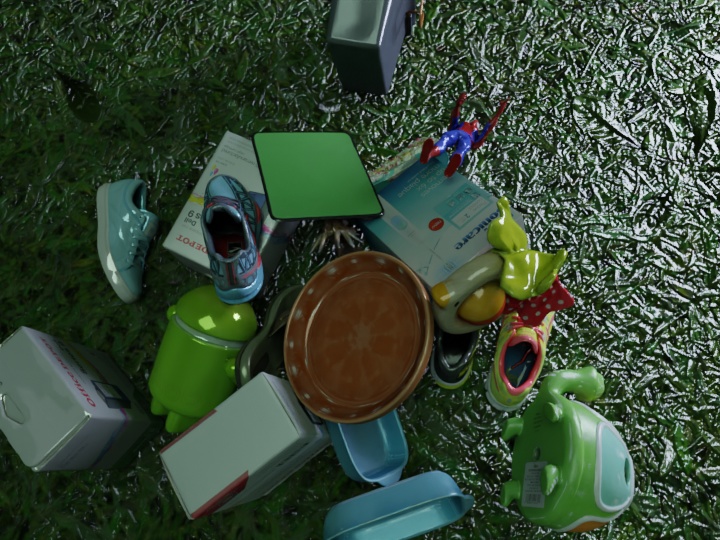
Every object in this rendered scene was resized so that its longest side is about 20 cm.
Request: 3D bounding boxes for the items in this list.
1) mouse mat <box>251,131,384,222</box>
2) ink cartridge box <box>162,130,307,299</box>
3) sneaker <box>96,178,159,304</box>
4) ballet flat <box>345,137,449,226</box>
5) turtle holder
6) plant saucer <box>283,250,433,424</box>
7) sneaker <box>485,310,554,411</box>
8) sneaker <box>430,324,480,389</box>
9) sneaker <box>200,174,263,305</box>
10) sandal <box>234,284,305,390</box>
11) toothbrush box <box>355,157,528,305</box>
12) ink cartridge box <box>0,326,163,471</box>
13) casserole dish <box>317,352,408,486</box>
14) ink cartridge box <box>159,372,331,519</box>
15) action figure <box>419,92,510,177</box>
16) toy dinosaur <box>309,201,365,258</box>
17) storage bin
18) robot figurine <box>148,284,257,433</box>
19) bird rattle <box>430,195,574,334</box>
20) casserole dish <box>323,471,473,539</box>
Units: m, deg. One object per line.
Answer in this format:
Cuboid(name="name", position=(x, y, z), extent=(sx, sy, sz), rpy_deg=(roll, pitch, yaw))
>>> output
Cuboid(name="mouse mat", position=(-0.064, -0.139, 0.767), extent=(0.157, 0.008, 0.202), rpy_deg=(-4, 47, -18))
Cuboid(name="ink cartridge box", position=(-0.175, -0.081, 0.810), extent=(0.143, 0.088, 0.203), rpy_deg=(24, 78, 11))
Cuboid(name="sneaker", position=(-0.346, -0.054, 0.825), extent=(0.080, 0.074, 0.204), rpy_deg=(-17, 74, 3))
Cuboid(name="ballet flat", position=(0.046, -0.137, 0.826), extent=(0.197, 0.076, 0.064), rpy_deg=(-31, 42, -9))
Cuboid(name="turtle holder", position=(0.255, 0.223, 0.670), extent=(0.129, 0.143, 0.187), rpy_deg=(18, 37, -8))
Cuboid(name="plant saucer", position=(-0.004, 0.077, 0.644), extent=(0.196, 0.032, 0.205), rpy_deg=(-12, 65, 27))
Cuboid(name="sneaker", position=(0.221, 0.084, 0.723), extent=(0.076, 0.091, 0.204), rpy_deg=(12, 74, 10))
Cuboid(name="sneaker", position=(0.142, 0.057, 0.741), extent=(0.073, 0.085, 0.205), rpy_deg=(8, 74, 7))
Cuboid(name="sneaker", position=(-0.164, -0.063, 0.694), extent=(0.077, 0.096, 0.203), rpy_deg=(-13, 55, -9))
Cuboid(name="sandal", position=(-0.098, 0.092, 0.717), extent=(0.056, 0.081, 0.202), rpy_deg=(-10, 27, 22))
Cuboid(name="toothbrush box", position=(0.105, -0.049, 0.736), extent=(0.145, 0.086, 0.200), rpy_deg=(-38, 48, -6))
Cuboid(name="ink cartridge box", position=(-0.359, 0.169, 0.686), extent=(0.145, 0.200, 0.088), rpy_deg=(42, 81, 16))
Cuboid(name="casserole dish", position=(-0.005, 0.182, 0.711), extent=(0.038, 0.120, 0.204), rpy_deg=(-31, 71, 33))
Cuboid(name="ink cartridge box", position=(-0.122, 0.209, 0.658), extent=(0.145, 0.200, 0.083), rpy_deg=(-37, 71, -3))
Cuboid(name="action figure", position=(0.151, -0.206, 0.767), extent=(0.064, 0.200, 0.100), rpy_deg=(31, 121, 8))
Cuboid(name="toy dinosaur", position=(0.000, 0.000, 0.734), extent=(0.085, 0.137, 0.199), rpy_deg=(-39, 53, -19))
Cuboid(name="storage bin", position=(0.020, -0.366, 0.830), extent=(0.142, 0.200, 0.138), rpy_deg=(11, 86, 8))
Cuboid(name="robot figurine", position=(-0.208, 0.112, 0.725), extent=(0.174, 0.115, 0.204), rpy_deg=(28, 100, 39))
Cuboid(name="bird rattle", position=(0.156, 0.015, 0.631), extent=(0.161, 0.200, 0.114), rpy_deg=(-28, 66, 4))
Cuboid(name="casserole dish", position=(0.040, 0.296, 0.661), extent=(0.196, 0.122, 0.039), rpy_deg=(-19, 50, -1))
